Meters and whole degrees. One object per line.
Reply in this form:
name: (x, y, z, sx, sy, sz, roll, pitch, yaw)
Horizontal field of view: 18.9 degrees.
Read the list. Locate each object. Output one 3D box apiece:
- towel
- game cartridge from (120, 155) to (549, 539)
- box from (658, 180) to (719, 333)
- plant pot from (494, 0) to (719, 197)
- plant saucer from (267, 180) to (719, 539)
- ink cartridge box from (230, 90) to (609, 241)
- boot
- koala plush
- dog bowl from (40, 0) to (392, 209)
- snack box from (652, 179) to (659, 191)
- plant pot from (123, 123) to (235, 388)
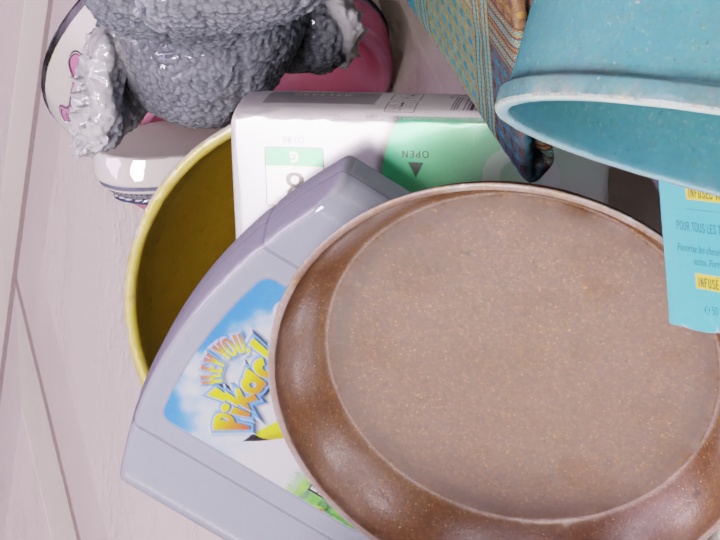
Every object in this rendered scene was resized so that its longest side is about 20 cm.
towel: (0.035, -0.148, 0.875, 0.200, 0.022, 0.148, -118, 16, -49)
game cartridge: (-0.018, 0.049, 0.932, 0.200, 0.133, 0.041, -53, 8, 34)
box: (0.142, -0.079, 0.752, 0.082, 0.049, 0.202, 10, 108, 61)
plant pot: (0.153, -0.113, 0.584, 0.200, 0.199, 0.190, -174, 97, -70)
plant saucer: (0.063, 0.043, 0.866, 0.035, 0.199, 0.201, -69, -6, -53)
ink cartridge box: (0.028, 0.024, 0.941, 0.050, 0.159, 0.202, -57, -33, -70)
boot: (-0.052, -0.032, 1.136, 0.073, 0.199, 0.091, 23, 115, 48)
koala plush: (-0.072, -0.134, 0.953, 0.184, 0.176, 0.201, 57, 158, 28)
dog bowl: (-0.070, -0.106, 1.191, 0.074, 0.199, 0.201, 61, 150, 25)
snack box: (0.141, -0.126, 0.830, 0.072, 0.024, 0.201, -112, 28, -45)
plant pot: (0.000, 0.000, 1.038, 0.142, 0.198, 0.202, -63, -21, -69)
